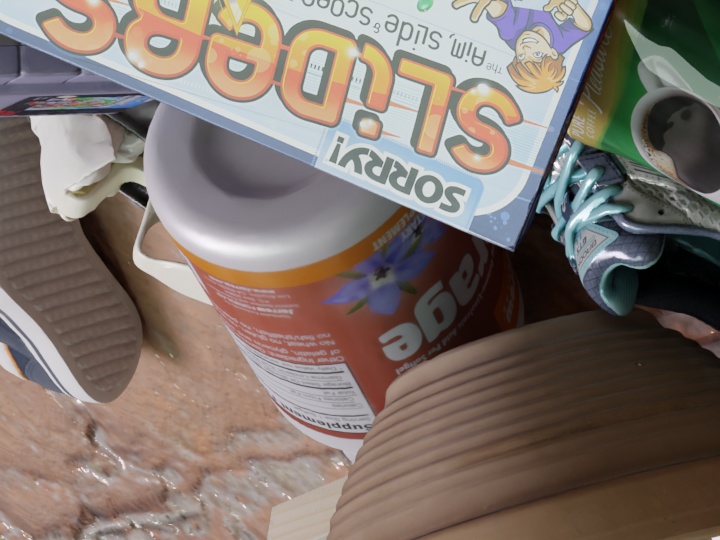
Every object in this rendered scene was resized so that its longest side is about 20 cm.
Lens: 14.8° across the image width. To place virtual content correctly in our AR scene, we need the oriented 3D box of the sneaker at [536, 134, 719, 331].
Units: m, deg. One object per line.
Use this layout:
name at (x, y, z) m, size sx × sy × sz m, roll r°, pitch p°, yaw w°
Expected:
sneaker at (0.093, -0.036, 0.960) m, size 0.200 × 0.086 × 0.078 m, roll 33°, pitch 148°, yaw 12°

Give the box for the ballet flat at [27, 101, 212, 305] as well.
ballet flat at (-0.087, -0.040, 1.176) m, size 0.200 × 0.068 × 0.068 m, roll 35°, pitch 151°, yaw 10°

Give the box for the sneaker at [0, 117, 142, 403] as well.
sneaker at (-0.173, -0.014, 1.296) m, size 0.079 × 0.078 × 0.200 m, roll 13°, pitch 142°, yaw 30°

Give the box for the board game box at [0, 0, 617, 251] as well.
board game box at (-0.019, -0.106, 0.842) m, size 0.200 × 0.034 × 0.136 m, roll 22°, pitch 116°, yaw 6°

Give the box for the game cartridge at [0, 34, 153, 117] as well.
game cartridge at (-0.138, -0.075, 1.024) m, size 0.129 × 0.039 × 0.200 m, roll 2°, pitch 179°, yaw -15°

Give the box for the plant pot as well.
plant pot at (0.069, 0.072, 0.988) m, size 0.201 × 0.200 × 0.093 m, roll -39°, pitch 63°, yaw 60°

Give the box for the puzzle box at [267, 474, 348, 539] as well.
puzzle box at (0.077, 0.121, 1.152) m, size 0.200 × 0.025 × 0.133 m, roll 17°, pitch 157°, yaw -23°

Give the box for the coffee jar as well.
coffee jar at (0.139, -0.060, 0.878) m, size 0.200 × 0.085 × 0.104 m, roll 30°, pitch 153°, yaw 16°

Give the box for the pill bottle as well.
pill bottle at (0.000, 0.000, 1.074) m, size 0.112 × 0.112 × 0.200 m, roll 21°, pitch 157°, yaw 30°
